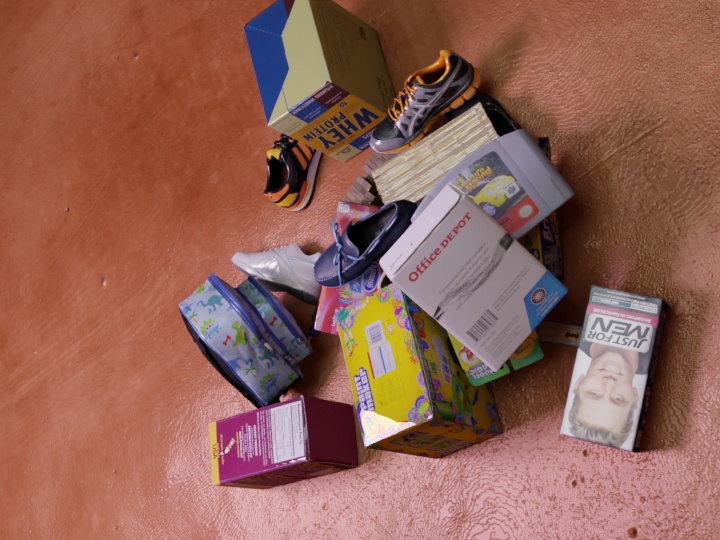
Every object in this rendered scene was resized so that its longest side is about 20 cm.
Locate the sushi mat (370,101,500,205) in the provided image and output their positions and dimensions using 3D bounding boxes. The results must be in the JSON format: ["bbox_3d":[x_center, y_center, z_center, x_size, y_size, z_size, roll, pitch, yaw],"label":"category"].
[{"bbox_3d":[0.110,-0.164,1.681,0.199,0.012,0.096,-32,55,9],"label":"sushi mat"}]

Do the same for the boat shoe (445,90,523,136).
[{"bbox_3d":[0.186,-0.223,1.717,0.074,0.063,0.201,-55,52,14],"label":"boat shoe"}]

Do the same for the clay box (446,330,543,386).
[{"bbox_3d":[0.167,0.048,1.578,0.114,0.048,0.202,-23,85,8],"label":"clay box"}]

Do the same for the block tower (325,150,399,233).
[{"bbox_3d":[0.027,-0.133,1.818,0.058,0.054,0.201,43,104,36],"label":"block tower"}]

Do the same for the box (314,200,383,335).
[{"bbox_3d":[0.000,0.000,1.742,0.094,0.100,0.203,11,93,9],"label":"box"}]

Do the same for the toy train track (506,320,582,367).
[{"bbox_3d":[0.261,0.086,1.597,0.198,0.032,0.116,8,86,31],"label":"toy train track"}]

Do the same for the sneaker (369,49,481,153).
[{"bbox_3d":[0.087,-0.259,1.732,0.200,0.077,0.079,-41,41,10],"label":"sneaker"}]

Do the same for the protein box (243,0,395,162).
[{"bbox_3d":[-0.059,-0.315,1.838,0.134,0.199,0.201,-29,62,28],"label":"protein box"}]

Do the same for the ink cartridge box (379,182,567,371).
[{"bbox_3d":[0.145,0.007,1.478,0.145,0.200,0.084,-48,19,4],"label":"ink cartridge box"}]

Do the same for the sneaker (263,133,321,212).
[{"bbox_3d":[-0.116,-0.206,1.923,0.069,0.090,0.203,3,80,37],"label":"sneaker"}]

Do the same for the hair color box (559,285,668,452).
[{"bbox_3d":[0.334,0.129,1.496,0.099,0.060,0.203,10,85,23],"label":"hair color box"}]

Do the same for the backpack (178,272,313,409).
[{"bbox_3d":[-0.184,0.096,1.811,0.147,0.200,0.183,-44,35,-5],"label":"backpack"}]

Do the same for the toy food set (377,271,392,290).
[{"bbox_3d":[0.105,-0.035,1.684,0.060,0.143,0.201,36,102,8],"label":"toy food set"}]

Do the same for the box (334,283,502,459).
[{"bbox_3d":[0.083,0.146,1.613,0.121,0.192,0.202,-27,62,28],"label":"box"}]

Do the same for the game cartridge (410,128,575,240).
[{"bbox_3d":[0.173,-0.093,1.541,0.199,0.041,0.134,-39,83,3],"label":"game cartridge"}]

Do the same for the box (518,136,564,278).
[{"bbox_3d":[0.233,-0.084,1.604,0.069,0.064,0.203,-4,94,36],"label":"box"}]

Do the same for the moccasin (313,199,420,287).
[{"bbox_3d":[-0.002,-0.048,1.632,0.199,0.068,0.081,-39,56,26],"label":"moccasin"}]

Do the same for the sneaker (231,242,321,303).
[{"bbox_3d":[-0.131,-0.006,1.906,0.199,0.070,0.081,16,73,36],"label":"sneaker"}]

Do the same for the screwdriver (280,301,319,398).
[{"bbox_3d":[-0.087,0.122,1.857,0.202,0.028,0.029,-66,23,6],"label":"screwdriver"}]

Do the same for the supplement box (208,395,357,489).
[{"bbox_3d":[-0.123,0.272,1.777,0.198,0.130,0.105,-19,67,31],"label":"supplement box"}]
